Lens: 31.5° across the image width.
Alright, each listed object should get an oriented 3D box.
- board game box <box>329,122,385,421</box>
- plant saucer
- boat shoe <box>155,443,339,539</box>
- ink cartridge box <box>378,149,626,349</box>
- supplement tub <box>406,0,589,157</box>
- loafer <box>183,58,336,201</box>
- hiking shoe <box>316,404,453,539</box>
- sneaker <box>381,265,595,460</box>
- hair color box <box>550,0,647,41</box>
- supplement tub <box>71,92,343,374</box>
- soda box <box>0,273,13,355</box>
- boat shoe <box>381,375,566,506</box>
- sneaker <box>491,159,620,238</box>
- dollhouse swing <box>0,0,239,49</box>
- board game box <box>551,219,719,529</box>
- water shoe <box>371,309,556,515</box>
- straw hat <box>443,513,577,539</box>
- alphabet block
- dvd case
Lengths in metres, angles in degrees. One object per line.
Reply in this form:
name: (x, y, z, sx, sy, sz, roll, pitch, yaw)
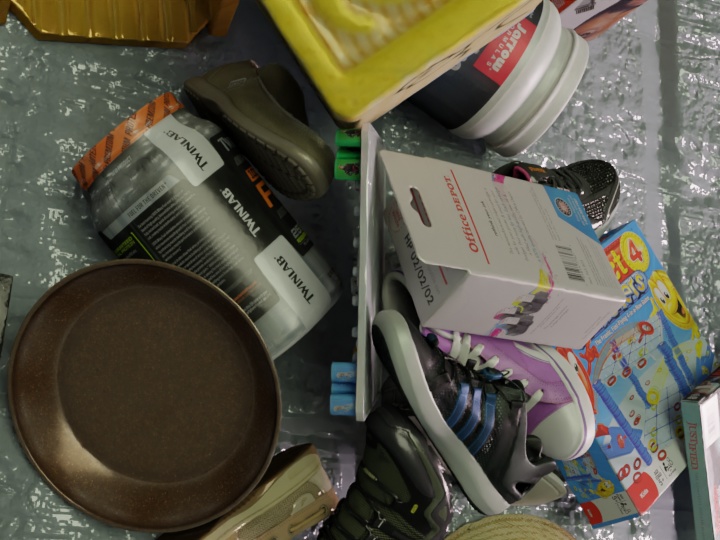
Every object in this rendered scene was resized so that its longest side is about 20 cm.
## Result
board game box: (0.000, 0.000, 0.952, 0.026, 0.200, 0.202, 1, 91, 5)
plant saucer: (-0.150, 0.086, 0.907, 0.199, 0.037, 0.202, 2, 104, 9)
boat shoe: (-0.095, 0.206, 0.933, 0.199, 0.071, 0.065, -34, 100, -29)
ink cartridge box: (0.093, -0.014, 0.973, 0.199, 0.068, 0.116, 10, 45, -33)
supplement tub: (0.080, -0.202, 1.090, 0.199, 0.140, 0.141, 33, 65, -15)
loafer: (-0.069, -0.118, 0.964, 0.068, 0.200, 0.076, -40, 131, -9)
hiking shoe: (0.010, 0.194, 0.944, 0.100, 0.076, 0.201, -19, 122, -25)
sneaker: (0.089, 0.075, 0.990, 0.114, 0.073, 0.201, -15, 60, -50)
hair color box: (0.217, -0.268, 1.140, 0.110, 0.200, 0.064, -15, 82, -29)
supplement tub: (-0.116, -0.025, 0.955, 0.122, 0.122, 0.200, -42, 98, -29)
soda box: (-0.289, 0.099, 0.870, 0.070, 0.063, 0.202, 12, 72, -24)
boat shoe: (0.092, 0.141, 1.040, 0.199, 0.074, 0.061, 24, 47, -32)
sneaker: (0.152, -0.058, 1.102, 0.199, 0.087, 0.080, -27, 55, -30)
dollhouse swing: (-0.173, -0.290, 0.967, 0.199, 0.176, 0.183, -1, 77, -28)
board game box: (0.221, 0.084, 1.109, 0.200, 0.056, 0.197, -33, 93, -42)
water shoe: (0.075, 0.089, 0.921, 0.079, 0.072, 0.201, -32, 124, -1)
straw hat: (0.145, 0.288, 1.024, 0.200, 0.085, 0.203, 7, 73, -25)
alphabet block: (0.013, -0.229, 0.901, 0.195, 0.200, 0.197, -35, 93, 1)
dvd case: (0.347, 0.141, 1.143, 0.200, 0.022, 0.147, -30, 116, -44)
